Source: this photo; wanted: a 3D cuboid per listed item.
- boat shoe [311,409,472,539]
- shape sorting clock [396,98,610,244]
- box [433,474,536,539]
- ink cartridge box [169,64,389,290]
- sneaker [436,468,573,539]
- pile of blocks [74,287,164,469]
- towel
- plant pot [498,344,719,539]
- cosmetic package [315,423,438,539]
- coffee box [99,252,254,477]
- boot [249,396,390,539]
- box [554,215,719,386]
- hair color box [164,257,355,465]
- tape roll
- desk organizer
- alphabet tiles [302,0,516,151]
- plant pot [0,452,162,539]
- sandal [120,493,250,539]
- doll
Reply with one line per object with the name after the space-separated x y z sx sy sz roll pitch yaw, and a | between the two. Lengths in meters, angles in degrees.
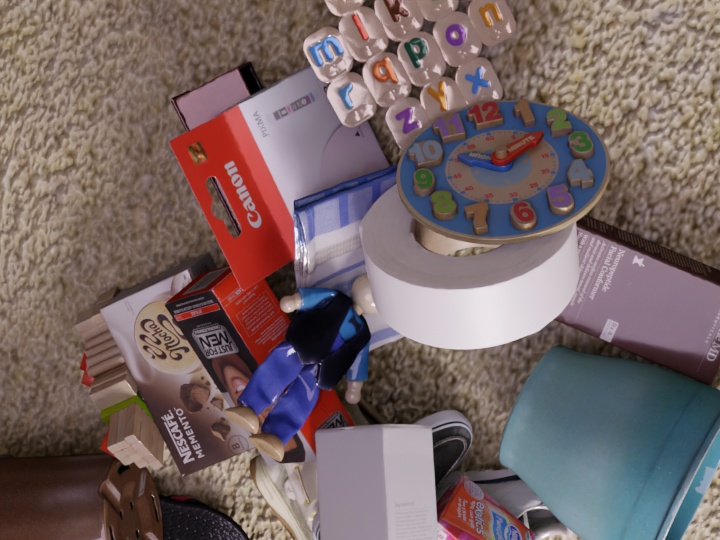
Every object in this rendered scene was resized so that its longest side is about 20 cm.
0.042 0.227 1.357 0.200 0.071 0.072 -42 122 -2 | boat shoe
0.131 -0.096 1.236 0.197 0.201 0.040 -3 130 11 | shape sorting clock
0.074 0.317 1.341 0.099 0.096 0.201 38 120 3 | box
-0.066 -0.097 1.298 0.057 0.199 0.164 -16 104 48 | ink cartridge box
0.125 0.258 1.388 0.197 0.081 0.077 -16 124 8 | sneaker
-0.260 0.122 1.423 0.061 0.082 0.202 -22 64 14 | pile of blocks
0.000 0.000 1.320 0.145 0.024 0.202 -21 128 -26 | towel
0.245 0.171 1.307 0.186 0.199 0.202 28 108 21 | plant pot
0.017 0.248 1.262 0.101 0.073 0.203 -9 79 46 | cosmetic package
-0.175 0.100 1.417 0.112 0.080 0.202 -22 99 14 | coffee box
-0.004 0.243 1.430 0.154 0.072 0.201 -35 99 11 | boot
0.272 0.024 1.325 0.198 0.075 0.101 22 106 2 | box
-0.100 0.094 1.327 0.101 0.061 0.201 -15 111 53 | hair color box
0.101 -0.019 1.237 0.199 0.204 0.071 -3 128 11 | tape roll
-0.107 -0.104 1.360 0.076 0.072 0.202 -24 99 12 | desk organizer
0.048 -0.228 1.303 0.198 0.015 0.197 -29 101 -1 | alphabet tiles
-0.327 0.280 1.423 0.195 0.200 0.203 -10 102 14 | plant pot
-0.197 0.283 1.492 0.198 0.045 0.076 20 102 20 | sandal
-0.039 0.083 1.274 0.201 0.048 0.137 -51 120 -20 | doll
